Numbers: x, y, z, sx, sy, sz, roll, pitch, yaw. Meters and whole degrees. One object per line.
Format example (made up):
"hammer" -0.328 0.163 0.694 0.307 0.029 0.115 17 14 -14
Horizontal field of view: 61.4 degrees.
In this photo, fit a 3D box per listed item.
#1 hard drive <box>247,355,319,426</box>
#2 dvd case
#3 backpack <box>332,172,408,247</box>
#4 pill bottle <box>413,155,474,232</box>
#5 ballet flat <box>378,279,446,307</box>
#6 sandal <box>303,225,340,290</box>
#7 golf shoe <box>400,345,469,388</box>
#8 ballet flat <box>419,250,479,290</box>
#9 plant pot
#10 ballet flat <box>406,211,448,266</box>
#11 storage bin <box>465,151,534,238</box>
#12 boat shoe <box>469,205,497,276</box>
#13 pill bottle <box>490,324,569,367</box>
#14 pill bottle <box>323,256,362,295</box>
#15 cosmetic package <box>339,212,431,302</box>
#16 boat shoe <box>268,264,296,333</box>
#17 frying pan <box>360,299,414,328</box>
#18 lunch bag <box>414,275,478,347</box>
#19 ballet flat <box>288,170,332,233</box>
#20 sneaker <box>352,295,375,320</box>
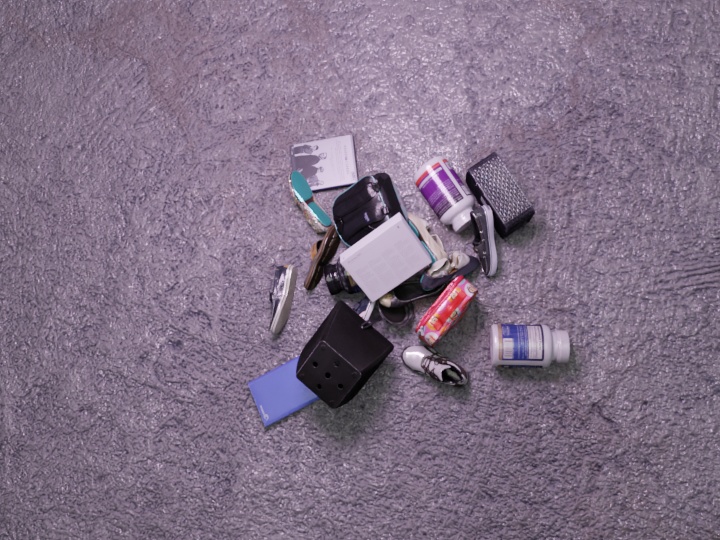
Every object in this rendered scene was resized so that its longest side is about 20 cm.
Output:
"hard drive" -0.207 0.336 1.722 0.197 0.025 0.134 -27 79 3
"dvd case" -0.109 -0.315 1.807 0.195 0.025 0.155 -8 80 6
"backpack" 0.024 -0.161 1.689 0.198 0.152 0.179 -26 86 34
"pill bottle" 0.242 -0.210 1.695 0.111 0.112 0.202 -33 78 2
"ballet flat" 0.143 0.053 1.673 0.195 0.057 0.068 -15 70 -13
"sandal" -0.119 -0.042 1.749 0.054 0.081 0.204 27 93 24
"golf shoe" 0.202 0.255 1.642 0.196 0.094 0.079 20 86 12
"ballet flat" 0.246 -0.010 1.650 0.197 0.073 0.074 -24 78 -21
"plant pot" -0.057 0.237 1.593 0.198 0.177 0.201 39 112 2
"ballet flat" 0.182 -0.097 1.719 0.069 0.069 0.202 -34 80 2
"storage bin" 0.378 -0.204 1.662 0.093 0.135 0.202 -32 78 2
"boat shoe" 0.331 -0.077 1.650 0.055 0.069 0.205 -13 112 -9
"pill bottle" 0.445 0.199 1.605 0.194 0.111 0.114 0 81 8
"pill bottle" 0.000 0.000 1.699 0.195 0.112 0.115 -18 79 5
"cosmetic package" 0.066 -0.032 1.594 0.198 0.052 0.151 -34 118 13
"boat shoe" -0.234 0.080 1.743 0.061 0.075 0.205 8 78 14
"frying pan" 0.081 0.128 1.664 0.114 0.031 0.191 36 51 -2
"lunch bag" 0.229 0.112 1.616 0.082 0.176 0.201 40 87 9
"ballet flat" -0.158 -0.191 1.765 0.075 0.064 0.202 -28 84 -41
"sneaker" -0.013 0.133 1.698 0.078 0.078 0.204 24 87 5
